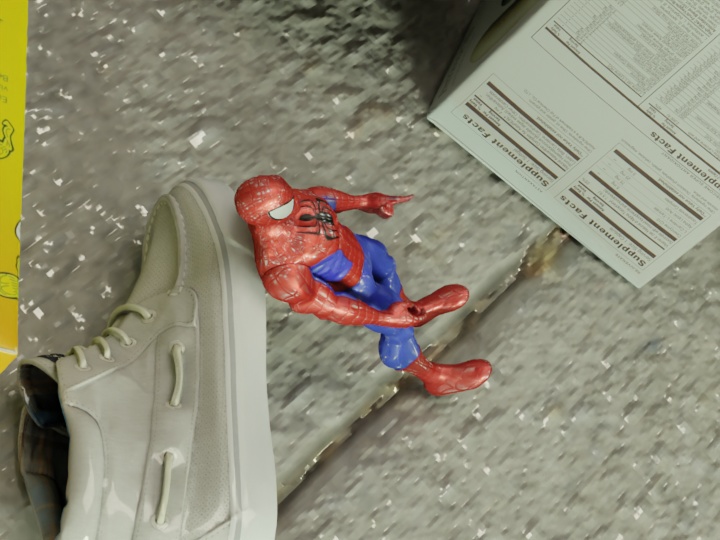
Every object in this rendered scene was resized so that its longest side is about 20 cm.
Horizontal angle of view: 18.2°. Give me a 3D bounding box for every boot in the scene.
[{"bbox_3d":[-0.093,0.037,0.923,0.095,0.074,0.201,10,47,-23],"label":"boot"}]

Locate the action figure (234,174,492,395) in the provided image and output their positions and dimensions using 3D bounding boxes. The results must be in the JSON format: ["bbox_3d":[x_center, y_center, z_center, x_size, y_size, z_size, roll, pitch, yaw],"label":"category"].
[{"bbox_3d":[0.000,0.000,0.977,0.200,0.051,0.066,31,42,-56],"label":"action figure"}]

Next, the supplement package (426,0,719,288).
[{"bbox_3d":[0.165,-0.130,1.153,0.150,0.200,0.152,37,44,-11],"label":"supplement package"}]

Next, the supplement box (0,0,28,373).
[{"bbox_3d":[-0.199,-0.039,0.865,0.109,0.109,0.201,17,51,-28],"label":"supplement box"}]
